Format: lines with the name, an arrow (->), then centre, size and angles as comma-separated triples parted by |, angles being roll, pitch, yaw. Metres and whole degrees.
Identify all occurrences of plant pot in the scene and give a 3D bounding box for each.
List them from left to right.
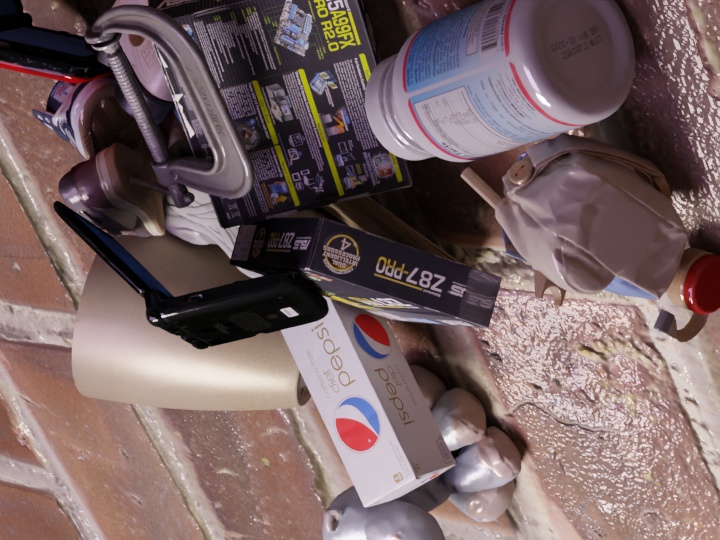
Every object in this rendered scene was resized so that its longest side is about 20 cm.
plant pot -> -0.134, 0.054, 1.945 | 0.200, 0.187, 0.187 | 16, 140, 13

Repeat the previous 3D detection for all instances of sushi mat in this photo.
sushi mat -> 0.012, -0.039, 1.784 | 0.200, 0.012, 0.096 | 35, 167, 7

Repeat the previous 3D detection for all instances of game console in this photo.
game console -> -0.277, -0.236, 1.772 | 0.172, 0.200, 0.119 | 13, 102, 6
game console -> -0.131, -0.007, 1.702 | 0.200, 0.176, 0.116 | 47, -150, -80

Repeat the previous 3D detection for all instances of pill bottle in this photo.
pill bottle -> 0.094, -0.139, 1.530 | 0.200, 0.109, 0.109 | -14, 117, 52

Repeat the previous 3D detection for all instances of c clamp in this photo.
c clamp -> -0.155, -0.121, 1.608 | 0.171, 0.027, 0.200 | 20, 141, 40

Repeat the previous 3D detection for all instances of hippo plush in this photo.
hippo plush -> 0.030, 0.190, 1.916 | 0.200, 0.161, 0.159 | 18, 140, 32

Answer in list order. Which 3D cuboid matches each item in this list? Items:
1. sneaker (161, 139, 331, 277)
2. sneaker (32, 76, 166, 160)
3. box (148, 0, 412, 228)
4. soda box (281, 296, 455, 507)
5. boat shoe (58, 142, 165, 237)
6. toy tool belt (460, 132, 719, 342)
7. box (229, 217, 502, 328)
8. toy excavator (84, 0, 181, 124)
sneaker -> -0.103, -0.059, 1.856 | 0.200, 0.078, 0.099 | 19, 137, 30
sneaker -> -0.243, -0.144, 1.858 | 0.108, 0.070, 0.200 | 38, 176, 14
box -> -0.060, -0.137, 1.634 | 0.160, 0.044, 0.200 | -14, 127, 7
soda box -> 0.001, 0.099, 1.837 | 0.068, 0.064, 0.200 | -34, 75, 35
boat shoe -> -0.211, -0.065, 1.813 | 0.200, 0.065, 0.072 | 43, -146, -83
toy tool belt -> 0.174, -0.029, 1.570 | 0.200, 0.125, 0.123 | 25, 178, -41
box -> 0.000, 0.000, 1.708 | 0.161, 0.049, 0.200 | 17, 175, -21
toy excavator -> -0.094, -0.158, 1.717 | 0.100, 0.200, 0.194 | -53, 51, 30
